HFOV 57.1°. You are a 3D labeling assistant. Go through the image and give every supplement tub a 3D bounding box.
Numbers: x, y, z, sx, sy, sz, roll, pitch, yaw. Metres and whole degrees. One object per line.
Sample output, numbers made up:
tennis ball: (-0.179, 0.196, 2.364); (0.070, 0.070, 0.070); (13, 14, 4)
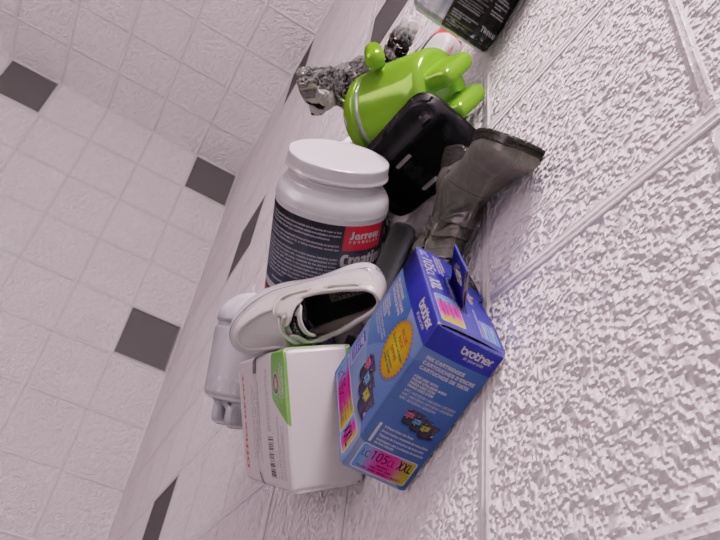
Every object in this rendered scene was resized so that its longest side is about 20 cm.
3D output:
supplement tub: (-0.041, -0.043, 0.808); (0.141, 0.137, 0.205); (-104, 23, -63)
supplement tub: (0.163, -0.395, 0.834); (0.202, 0.121, 0.123); (-58, 19, 20)

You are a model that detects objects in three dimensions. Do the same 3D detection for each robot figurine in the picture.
robot figurine: (0.059, -0.213, 0.858); (0.197, 0.178, 0.116); (-7, 31, 43)
robot figurine: (-0.158, 0.121, 0.948); (0.167, 0.111, 0.206); (-2, 76, 47)

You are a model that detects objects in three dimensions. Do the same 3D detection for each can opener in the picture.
can opener: (0.030, 0.042, 0.784); (0.053, 0.065, 0.204); (60, -134, -63)

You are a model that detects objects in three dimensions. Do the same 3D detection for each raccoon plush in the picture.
raccoon plush: (-0.015, -0.323, 1.020); (0.203, 0.132, 0.097); (-62, 17, 7)

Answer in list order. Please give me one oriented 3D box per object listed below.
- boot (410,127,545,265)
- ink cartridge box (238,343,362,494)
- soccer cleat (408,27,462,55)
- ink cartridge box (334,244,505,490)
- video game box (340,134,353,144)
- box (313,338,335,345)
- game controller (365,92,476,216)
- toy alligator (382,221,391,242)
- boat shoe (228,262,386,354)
boot: (0.112, -0.062, 0.667); (0.200, 0.066, 0.134); (-173, 103, -79)
ink cartridge box: (-0.078, 0.171, 0.778); (0.199, 0.082, 0.150); (155, 111, -64)
soccer cleat: (0.083, -0.298, 1.030); (0.199, 0.068, 0.086); (-26, 31, 57)
ink cartridge box: (0.055, 0.076, 0.618); (0.202, 0.075, 0.137); (-57, 20, 22)
video game box: (-0.033, -0.132, 1.024); (0.183, 0.047, 0.201); (-49, -5, -34)
box: (-0.103, 0.172, 1.005); (0.203, 0.038, 0.137); (-62, 18, 11)
game controller: (0.063, -0.135, 0.815); (0.199, 0.103, 0.043); (-37, 28, 56)
toy alligator: (0.000, 0.000, 0.915); (0.054, 0.060, 0.201); (-22, -25, -50)
boat shoe: (-0.063, 0.053, 0.736); (0.195, 0.073, 0.066); (-16, 18, 11)
